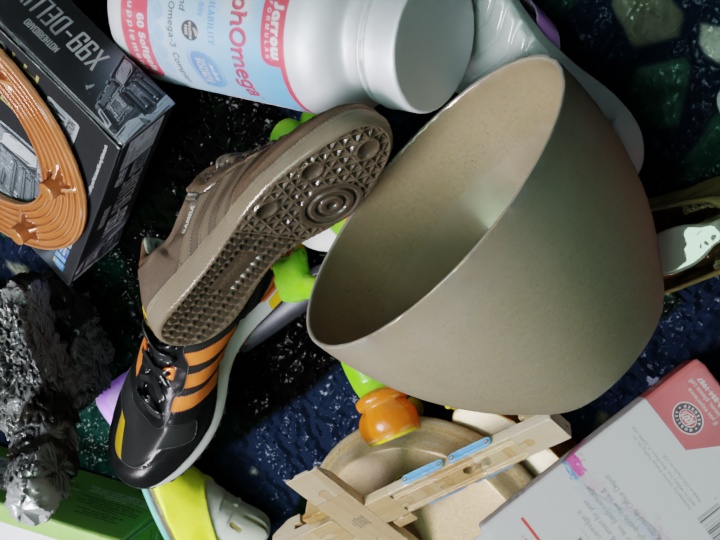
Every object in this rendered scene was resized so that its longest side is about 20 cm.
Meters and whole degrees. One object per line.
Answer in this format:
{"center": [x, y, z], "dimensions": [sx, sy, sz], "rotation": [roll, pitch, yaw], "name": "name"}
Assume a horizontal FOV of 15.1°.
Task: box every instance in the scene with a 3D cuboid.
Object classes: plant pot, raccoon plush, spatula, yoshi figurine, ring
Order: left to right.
{"center": [-0.244, -0.090, 1.659], "dimensions": [0.200, 0.019, 0.200], "rotation": [36, 151, 24], "name": "ring"}
{"center": [-0.245, 0.082, 1.731], "dimensions": [0.134, 0.200, 0.097], "rotation": [-22, 123, 30], "name": "raccoon plush"}
{"center": [-0.087, 0.052, 1.726], "dimensions": [0.200, 0.021, 0.057], "rotation": [-36, 88, 31], "name": "spatula"}
{"center": [0.005, -0.001, 1.618], "dimensions": [0.112, 0.112, 0.200], "rotation": [-28, 85, 48], "name": "yoshi figurine"}
{"center": [0.087, 0.002, 1.476], "dimensions": [0.134, 0.200, 0.200], "rotation": [40, 123, -18], "name": "plant pot"}

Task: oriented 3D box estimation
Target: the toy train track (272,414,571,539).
{"center": [0.034, 0.119, 1.595], "dimensions": [0.200, 0.033, 0.115], "rotation": [-27, 133, 26], "name": "toy train track"}

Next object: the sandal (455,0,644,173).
{"center": [0.093, -0.122, 1.562], "dimensions": [0.203, 0.050, 0.082], "rotation": [51, 137, 17], "name": "sandal"}

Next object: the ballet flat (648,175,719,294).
{"center": [0.149, -0.008, 1.563], "dimensions": [0.200, 0.063, 0.069], "rotation": [-24, 95, 31], "name": "ballet flat"}

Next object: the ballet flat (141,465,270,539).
{"center": [-0.082, 0.192, 1.755], "dimensions": [0.067, 0.067, 0.200], "rotation": [-19, 101, 9], "name": "ballet flat"}

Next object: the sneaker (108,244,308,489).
{"center": [-0.115, 0.043, 1.669], "dimensions": [0.070, 0.090, 0.200], "rotation": [37, 103, 30], "name": "sneaker"}

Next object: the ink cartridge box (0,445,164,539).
{"center": [-0.212, 0.236, 1.820], "dimensions": [0.148, 0.076, 0.200], "rotation": [15, 114, 21], "name": "ink cartridge box"}

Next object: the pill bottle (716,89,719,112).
{"center": [0.276, -0.025, 1.464], "dimensions": [0.113, 0.113, 0.200], "rotation": [-17, 98, 30], "name": "pill bottle"}

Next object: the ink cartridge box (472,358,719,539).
{"center": [0.148, 0.156, 1.564], "dimensions": [0.200, 0.067, 0.117], "rotation": [-37, 87, -1], "name": "ink cartridge box"}

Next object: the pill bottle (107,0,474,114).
{"center": [-0.039, -0.148, 1.565], "dimensions": [0.200, 0.109, 0.109], "rotation": [14, 113, 34], "name": "pill bottle"}

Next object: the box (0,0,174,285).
{"center": [-0.201, -0.098, 1.662], "dimensions": [0.158, 0.050, 0.200], "rotation": [44, 152, 6], "name": "box"}

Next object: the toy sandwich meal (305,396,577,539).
{"center": [0.058, 0.164, 1.668], "dimensions": [0.205, 0.070, 0.205], "rotation": [11, 113, 27], "name": "toy sandwich meal"}

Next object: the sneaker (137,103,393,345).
{"center": [-0.065, -0.043, 1.553], "dimensions": [0.200, 0.070, 0.076], "rotation": [-43, 52, 28], "name": "sneaker"}
